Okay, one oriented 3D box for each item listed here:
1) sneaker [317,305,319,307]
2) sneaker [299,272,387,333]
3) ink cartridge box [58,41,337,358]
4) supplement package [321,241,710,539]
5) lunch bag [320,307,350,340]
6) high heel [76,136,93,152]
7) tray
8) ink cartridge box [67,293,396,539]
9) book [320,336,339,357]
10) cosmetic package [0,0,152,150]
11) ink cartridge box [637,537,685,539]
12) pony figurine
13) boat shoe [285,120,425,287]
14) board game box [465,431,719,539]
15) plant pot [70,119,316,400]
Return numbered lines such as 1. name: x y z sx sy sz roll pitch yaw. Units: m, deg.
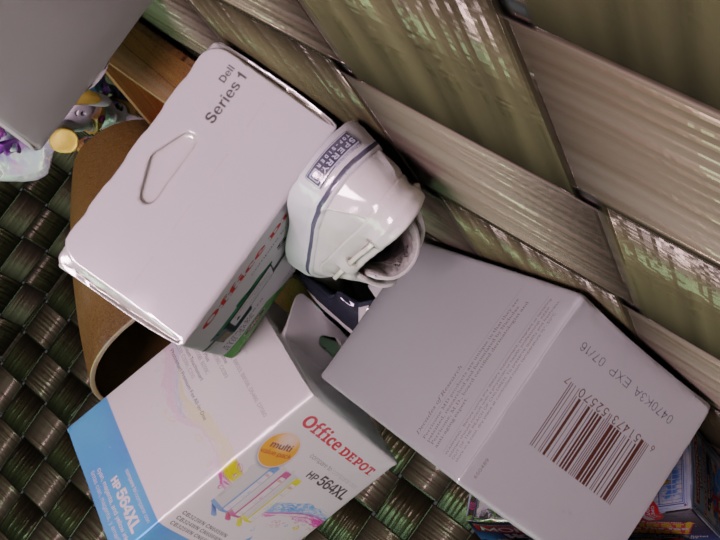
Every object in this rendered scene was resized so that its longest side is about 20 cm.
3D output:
1. sneaker: -0.067 0.000 1.237 0.080 0.071 0.200 37 176 45
2. sneaker: 0.000 0.000 0.791 0.130 0.079 0.199 57 -178 -33
3. ink cartridge box: -0.082 -0.029 0.627 0.084 0.146 0.200 34 176 4
4. supplement package: 0.082 0.072 0.629 0.117 0.118 0.200 37 175 -24
5. lunch bag: 0.054 0.069 0.998 0.160 0.076 0.200 21 169 33
6. high heel: -0.228 -0.063 1.138 0.199 0.143 0.071 21 151 -19
7. tray: -0.124 -0.116 0.744 0.098 0.037 0.200 36 174 5
8. ink cartridge box: -0.083 0.119 0.761 0.129 0.200 0.125 45 -173 -48
9. book: -0.072 0.072 0.976 0.199 0.048 0.134 19 168 16
10. cosmetic package: -0.181 -0.143 0.465 0.085 0.108 0.200 35 174 11
11. ink cartridge box: 0.104 0.219 0.647 0.145 0.084 0.200 -15 165 36
12. pony figurine: -0.321 -0.160 1.042 0.192 0.167 0.200 9 -170 6
13. boat shoe: 0.004 -0.023 0.584 0.066 0.072 0.200 40 167 6
14. board game box: 0.183 0.166 0.747 0.199 0.062 0.200 -2 151 17
15. plant pot: -0.160 -0.019 0.857 0.201 0.186 0.186 62 -172 28
